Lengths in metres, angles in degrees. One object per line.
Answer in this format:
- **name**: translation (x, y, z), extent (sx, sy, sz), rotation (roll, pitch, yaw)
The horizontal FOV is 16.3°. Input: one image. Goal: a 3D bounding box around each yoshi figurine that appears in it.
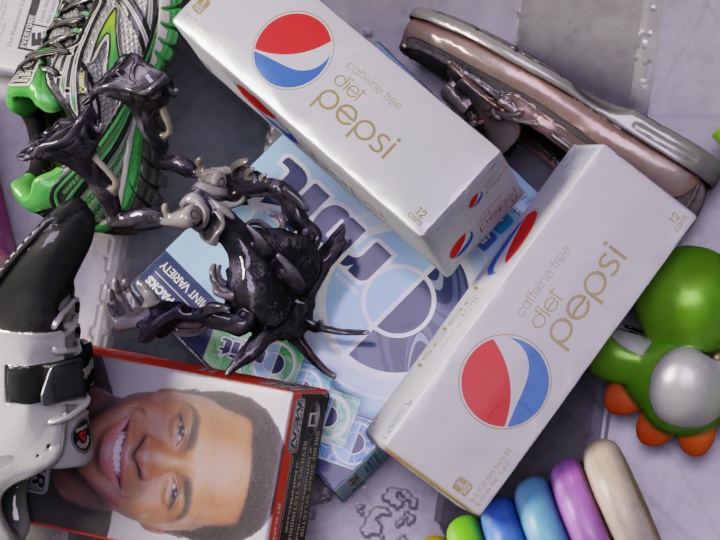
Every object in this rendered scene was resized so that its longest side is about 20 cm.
- **yoshi figurine**: translation (0.222, 0.049, 1.354), extent (0.200, 0.112, 0.112), rotation (20, 64, 13)

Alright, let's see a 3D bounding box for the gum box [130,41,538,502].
- **gum box**: translation (0.000, 0.000, 1.417), extent (0.200, 0.045, 0.170), rotation (-45, 75, -6)

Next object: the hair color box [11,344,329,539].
- **hair color box**: translation (-0.125, 0.096, 1.374), extent (0.200, 0.061, 0.102), rotation (9, 90, 19)

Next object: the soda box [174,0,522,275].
- **soda box**: translation (-0.007, -0.089, 1.370), extent (0.200, 0.068, 0.064), rotation (41, 85, 23)

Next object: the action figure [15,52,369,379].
- **action figure**: translation (-0.086, -0.020, 1.361), extent (0.200, 0.102, 0.119), rotation (49, 64, -16)

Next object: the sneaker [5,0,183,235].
- **sneaker**: translation (-0.152, -0.122, 1.417), extent (0.078, 0.085, 0.200), rotation (-2, 85, 52)

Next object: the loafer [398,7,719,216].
- **loafer**: translation (0.104, -0.080, 1.414), extent (0.200, 0.072, 0.063), rotation (28, 89, 9)

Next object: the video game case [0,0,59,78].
- **video game case**: translation (-0.230, -0.219, 1.502), extent (0.182, 0.022, 0.200), rotation (12, 78, 13)

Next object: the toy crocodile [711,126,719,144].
- **toy crocodile**: translation (0.285, -0.118, 1.402), extent (0.200, 0.062, 0.068), rotation (-28, 75, -1)

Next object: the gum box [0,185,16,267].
- **gum box**: translation (-0.310, -0.034, 1.450), extent (0.200, 0.066, 0.114), rotation (-16, 76, 3)

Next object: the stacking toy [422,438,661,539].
- **stacking toy**: translation (0.062, 0.167, 1.356), extent (0.200, 0.085, 0.085), rotation (-24, 75, 6)

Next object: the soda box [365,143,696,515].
- **soda box**: translation (0.090, 0.030, 1.347), extent (0.068, 0.064, 0.200), rotation (37, 87, -9)

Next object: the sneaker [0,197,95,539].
- **sneaker**: translation (-0.167, 0.057, 1.321), extent (0.088, 0.074, 0.200), rotation (31, 114, 9)
